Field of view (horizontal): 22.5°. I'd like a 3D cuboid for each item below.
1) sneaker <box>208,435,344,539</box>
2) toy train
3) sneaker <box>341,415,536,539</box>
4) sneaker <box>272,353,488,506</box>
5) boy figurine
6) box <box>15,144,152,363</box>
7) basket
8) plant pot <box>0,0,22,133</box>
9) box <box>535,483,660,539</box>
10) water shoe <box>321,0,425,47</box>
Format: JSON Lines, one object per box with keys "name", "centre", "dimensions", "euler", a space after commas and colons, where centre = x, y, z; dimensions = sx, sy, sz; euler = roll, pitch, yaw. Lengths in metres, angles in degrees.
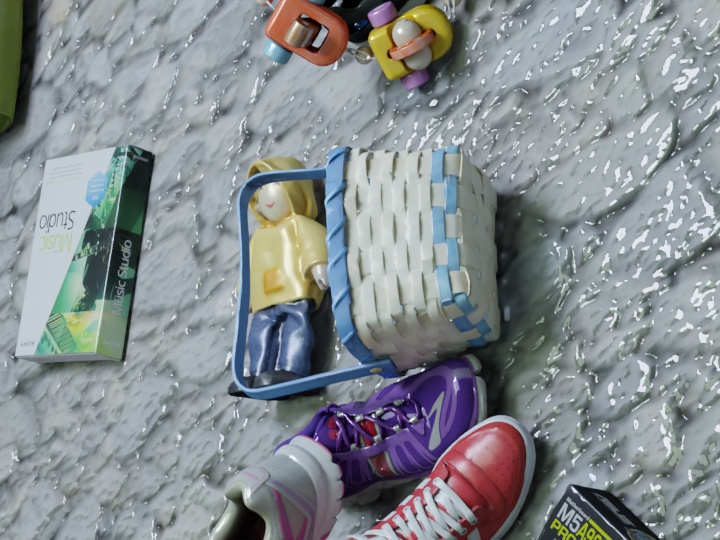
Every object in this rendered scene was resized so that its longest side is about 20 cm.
{"name": "sneaker", "centre": [-0.072, 0.222, 1.310], "dimensions": [0.081, 0.088, 0.202], "euler": [15, 106, 48]}
{"name": "toy train", "centre": [0.016, -0.219, 1.392], "dimensions": [0.201, 0.150, 0.056], "euler": [-53, 9, 18]}
{"name": "sneaker", "centre": [0.036, 0.182, 1.241], "dimensions": [0.071, 0.112, 0.200], "euler": [45, 106, 22]}
{"name": "sneaker", "centre": [0.013, 0.122, 1.329], "dimensions": [0.199, 0.083, 0.081], "euler": [-34, 55, 36]}
{"name": "boy figurine", "centre": [-0.061, 0.002, 1.469], "dimensions": [0.124, 0.064, 0.202], "euler": [-10, 73, 50]}
{"name": "box", "centre": [-0.265, -0.013, 1.728], "dimensions": [0.144, 0.036, 0.202], "euler": [-6, 74, 48]}
{"name": "basket", "centre": [0.000, 0.000, 1.322], "dimensions": [0.198, 0.139, 0.178], "euler": [-6, 67, 16]}
{"name": "plant pot", "centre": [-0.430, -0.242, 1.906], "dimensions": [0.186, 0.186, 0.202], "euler": [-26, 74, 41]}
{"name": "box", "centre": [0.164, 0.257, 1.142], "dimensions": [0.200, 0.044, 0.161], "euler": [43, 109, 47]}
{"name": "water shoe", "centre": [0.036, -0.264, 1.432], "dimensions": [0.201, 0.079, 0.072], "euler": [-57, 43, 19]}
